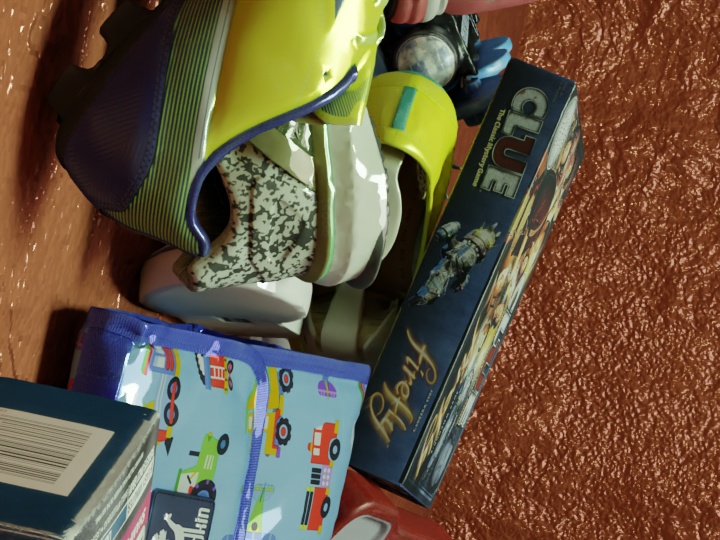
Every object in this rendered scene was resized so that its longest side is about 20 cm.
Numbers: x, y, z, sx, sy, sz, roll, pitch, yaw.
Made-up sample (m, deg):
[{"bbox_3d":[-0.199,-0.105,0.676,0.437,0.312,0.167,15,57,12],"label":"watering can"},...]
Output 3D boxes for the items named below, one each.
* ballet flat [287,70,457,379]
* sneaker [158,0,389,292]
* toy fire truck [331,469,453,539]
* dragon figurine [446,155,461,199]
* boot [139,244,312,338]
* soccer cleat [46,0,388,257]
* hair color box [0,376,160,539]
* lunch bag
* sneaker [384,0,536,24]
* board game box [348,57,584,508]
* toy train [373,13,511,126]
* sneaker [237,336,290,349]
[{"bbox_3d":[0.000,0.000,0.970,0.067,0.067,0.200,-76,180,-54],"label":"ballet flat"},{"bbox_3d":[-0.051,-0.080,0.747,0.077,0.088,0.201,4,-71,62],"label":"sneaker"},{"bbox_3d":[-0.042,0.180,0.977,0.200,0.112,0.168,-43,150,8],"label":"toy fire truck"},{"bbox_3d":[-0.006,-0.034,1.073,0.200,0.099,0.059,-59,158,-70],"label":"dragon figurine"},{"bbox_3d":[-0.053,-0.024,0.889,0.200,0.072,0.091,113,-18,-84],"label":"boot"},{"bbox_3d":[-0.016,-0.091,0.683,0.200,0.084,0.065,-49,175,-5],"label":"soccer cleat"},{"bbox_3d":[-0.113,0.147,0.654,0.100,0.060,0.201,-60,160,-68],"label":"hair color box"},{"bbox_3d":[-0.082,0.095,0.802,0.200,0.094,0.151,17,85,-71],"label":"lunch bag"},{"bbox_3d":[0.059,-0.160,0.904,0.200,0.086,0.074,-81,174,-56],"label":"sneaker"},{"bbox_3d":[0.052,0.011,0.991,0.136,0.035,0.201,54,59,-77],"label":"board game box"},{"bbox_3d":[0.013,-0.113,1.049,0.200,0.114,0.087,-79,147,-73],"label":"toy train"},{"bbox_3d":[-0.017,0.039,1.148,0.200,0.087,0.076,-68,169,-51],"label":"sneaker"}]
